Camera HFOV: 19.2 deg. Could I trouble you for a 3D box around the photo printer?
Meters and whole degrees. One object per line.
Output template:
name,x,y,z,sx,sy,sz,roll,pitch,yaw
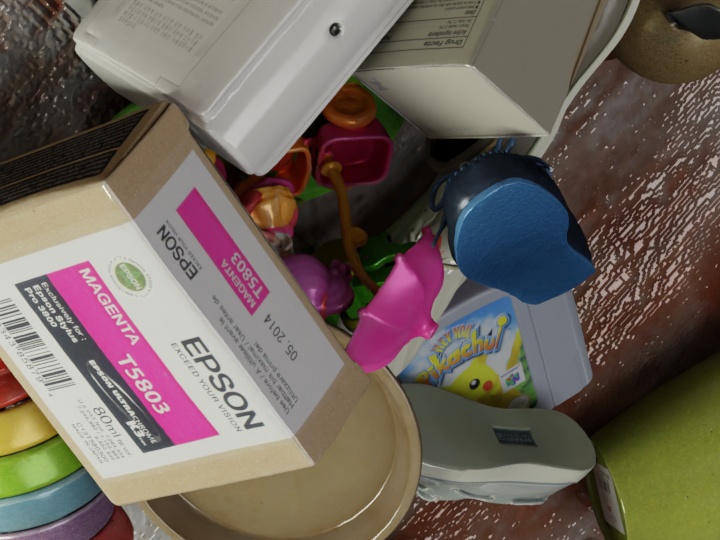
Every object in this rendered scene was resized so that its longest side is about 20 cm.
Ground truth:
photo printer,-0.047,-0.163,1.162,0.200,0.166,0.069,-51,131,-7

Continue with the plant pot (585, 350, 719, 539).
plant pot,0.272,0.142,1.571,0.199,0.187,0.188,-15,125,-8

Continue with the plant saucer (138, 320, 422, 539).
plant saucer,-0.058,0.105,1.346,0.198,0.030,0.201,4,120,6

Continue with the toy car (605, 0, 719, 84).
toy car,0.194,-0.179,1.296,0.164,0.200,0.159,15,108,-38

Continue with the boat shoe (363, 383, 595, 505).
boat shoe,0.068,0.129,1.433,0.200,0.070,0.072,11,134,-36

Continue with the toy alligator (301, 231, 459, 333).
toy alligator,0.000,0.000,1.335,0.199,0.054,0.059,-17,132,14

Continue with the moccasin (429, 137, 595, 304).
moccasin,0.078,-0.032,1.212,0.080,0.069,0.200,-26,160,5

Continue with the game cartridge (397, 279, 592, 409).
game cartridge,0.067,0.070,1.468,0.199,0.040,0.134,-31,125,-15

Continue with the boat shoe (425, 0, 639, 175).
boat shoe,0.103,-0.138,1.239,0.060,0.072,0.203,4,121,-49

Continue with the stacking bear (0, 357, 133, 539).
stacking bear,-0.210,0.085,1.245,0.113,0.122,0.201,-11,113,7

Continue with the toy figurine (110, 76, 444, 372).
toy figurine,-0.033,-0.023,1.226,0.199,0.185,0.151,-10,141,-19

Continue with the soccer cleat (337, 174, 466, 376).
soccer cleat,0.041,-0.007,1.369,0.069,0.078,0.201,36,90,-6

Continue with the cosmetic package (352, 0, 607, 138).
cosmetic package,0.086,-0.175,1.161,0.073,0.103,0.201,36,71,-35

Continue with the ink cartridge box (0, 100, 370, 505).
ink cartridge box,-0.118,0.024,1.154,0.201,0.164,0.075,55,45,-21
